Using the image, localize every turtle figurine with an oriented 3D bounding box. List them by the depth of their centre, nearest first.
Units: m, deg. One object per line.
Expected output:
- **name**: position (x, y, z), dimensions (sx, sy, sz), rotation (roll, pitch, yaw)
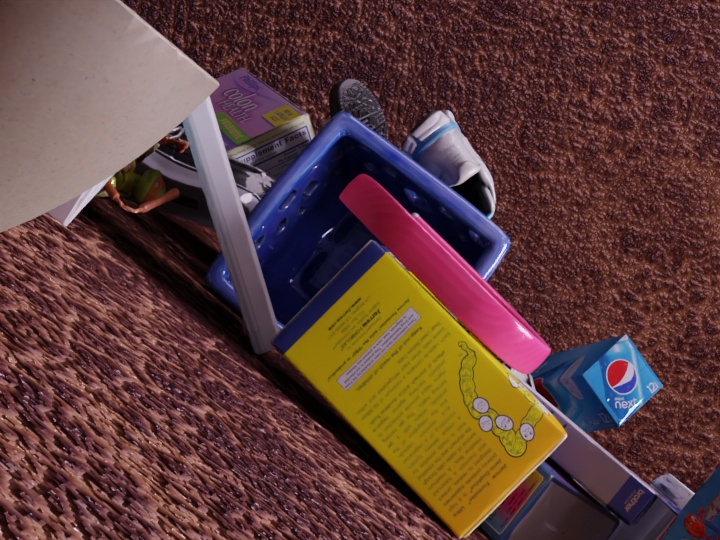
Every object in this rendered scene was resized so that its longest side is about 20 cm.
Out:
- **turtle figurine**: position (-0.218, -0.094, 1.141), dimensions (0.161, 0.065, 0.200), rotation (29, 21, -5)

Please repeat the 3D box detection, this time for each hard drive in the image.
- **hard drive**: position (-0.105, -0.043, 1.120), dimensions (0.132, 0.026, 0.201), rotation (-131, -156, -78)

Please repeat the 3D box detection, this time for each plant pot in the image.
- **plant pot**: position (0.000, 0.000, 1.304), dimensions (0.200, 0.200, 0.180), rotation (38, -4, 6)

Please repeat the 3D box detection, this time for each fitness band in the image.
- **fitness band**: position (0.065, 0.001, 1.078), dimensions (0.200, 0.037, 0.144), rotation (44, 2, 4)

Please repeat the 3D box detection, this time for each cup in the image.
- **cup**: position (-0.187, -0.096, 0.655), dimensions (0.200, 0.143, 0.200), rotation (39, 1, -1)

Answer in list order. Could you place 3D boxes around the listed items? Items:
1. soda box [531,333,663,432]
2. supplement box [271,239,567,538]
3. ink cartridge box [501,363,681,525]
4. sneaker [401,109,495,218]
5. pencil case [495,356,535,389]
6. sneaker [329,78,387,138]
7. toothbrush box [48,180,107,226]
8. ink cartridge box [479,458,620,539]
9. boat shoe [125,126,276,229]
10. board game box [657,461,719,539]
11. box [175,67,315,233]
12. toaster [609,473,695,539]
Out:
- **soda box**: position (0.210, 0.121, 1.407), dimensions (0.064, 0.068, 0.200), rotation (53, -24, -3)
- **supplement box**: position (0.045, 0.085, 1.059), dimensions (0.200, 0.110, 0.109), rotation (46, 3, 4)
- **ink cartridge box**: position (0.190, 0.159, 1.202), dimensions (0.200, 0.042, 0.119), rotation (38, 1, 16)
- **sneaker**: position (0.095, -0.067, 1.349), dimensions (0.087, 0.075, 0.200), rotation (50, -4, 26)
- **pencil case**: position (0.170, 0.175, 1.364), dimensions (0.200, 0.089, 0.078), rotation (53, 17, -11)
- **sneaker**: position (-0.004, -0.092, 1.441), dimensions (0.104, 0.060, 0.200), rotation (-11, -71, 51)
- **toothbrush box**: position (-0.217, -0.133, 0.997), dimensions (0.146, 0.085, 0.200), rotation (36, 19, -9)
- **ink cartridge box**: position (0.111, 0.168, 1.225), dimensions (0.200, 0.076, 0.136), rotation (39, 1, 43)
- **boat shoe**: position (-0.172, -0.100, 1.323), dimensions (0.199, 0.068, 0.074), rotation (19, -38, 12)
- **board game box**: position (0.288, 0.237, 1.118), dimensions (0.056, 0.196, 0.200), rotation (40, 1, 33)
- **box**: position (-0.102, -0.083, 1.471), dimensions (0.176, 0.096, 0.201), rotation (42, -26, 55)
- **toaster**: position (0.302, 0.283, 1.326), dimensions (0.200, 0.129, 0.114), rotation (38, 1, -15)
